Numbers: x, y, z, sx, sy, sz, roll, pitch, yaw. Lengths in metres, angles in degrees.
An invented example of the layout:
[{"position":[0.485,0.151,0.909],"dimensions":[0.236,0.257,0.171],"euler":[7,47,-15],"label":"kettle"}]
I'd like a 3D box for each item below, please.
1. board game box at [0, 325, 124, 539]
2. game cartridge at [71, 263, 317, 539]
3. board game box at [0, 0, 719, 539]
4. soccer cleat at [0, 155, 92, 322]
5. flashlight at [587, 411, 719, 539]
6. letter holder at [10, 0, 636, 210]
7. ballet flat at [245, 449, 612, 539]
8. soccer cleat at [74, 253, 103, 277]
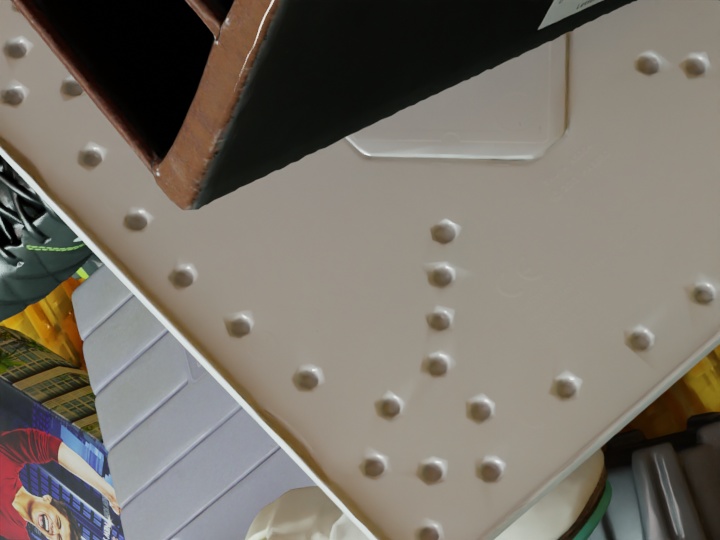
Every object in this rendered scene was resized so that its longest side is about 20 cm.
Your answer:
[{"position":[-0.062,0.139,1.035],"dimensions":[0.199,0.062,0.201],"euler":[29,130,35],"label":"board game box"},{"position":[0.000,0.000,0.814],"dimensions":[0.200,0.038,0.130],"euler":[-40,44,28],"label":"game cartridge"},{"position":[0.024,-0.048,0.729],"dimensions":[0.200,0.200,0.026],"euler":[44,163,22],"label":"board game box"},{"position":[-0.079,-0.046,0.849],"dimensions":[0.200,0.081,0.068],"euler":[-38,93,11],"label":"soccer cleat"},{"position":[0.096,0.143,0.778],"dimensions":[0.068,0.067,0.201],"euler":[168,85,-71],"label":"flashlight"},{"position":[0.005,-0.127,0.655],"dimensions":[0.142,0.200,0.101],"euler":[48,140,18],"label":"letter holder"},{"position":[-0.021,0.100,0.763],"dimensions":[0.200,0.069,0.070],"euler":[-45,75,25],"label":"ballet flat"},{"position":[-0.074,-0.062,0.922],"dimensions":[0.081,0.067,0.201],"euler":[-30,87,38],"label":"soccer cleat"}]
